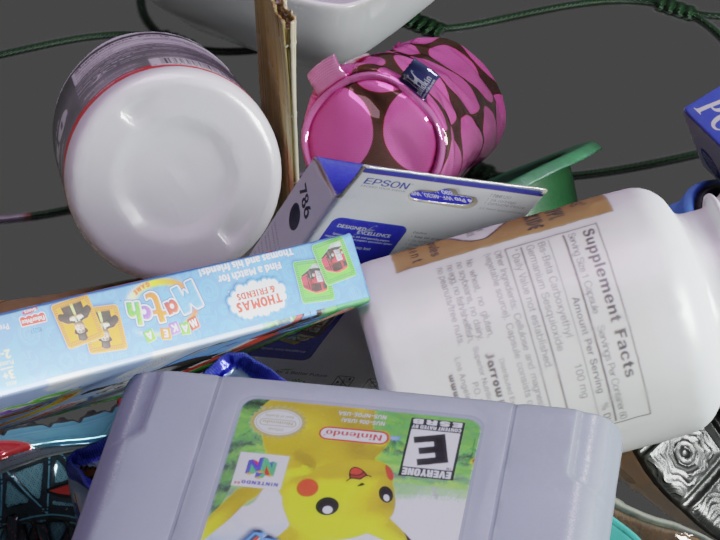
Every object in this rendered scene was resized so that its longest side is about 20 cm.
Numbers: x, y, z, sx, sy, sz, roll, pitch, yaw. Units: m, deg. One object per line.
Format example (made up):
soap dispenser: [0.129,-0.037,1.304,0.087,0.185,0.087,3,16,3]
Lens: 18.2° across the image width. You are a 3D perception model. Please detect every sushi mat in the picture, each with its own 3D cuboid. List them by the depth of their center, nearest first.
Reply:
sushi mat: [-0.043,-0.073,1.214,0.012,0.201,0.096,-7,38,-8]

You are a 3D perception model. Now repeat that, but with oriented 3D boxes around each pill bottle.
pill bottle: [0.105,0.026,1.007,0.199,0.115,0.115,-15,37,1]
pill bottle: [-0.113,-0.070,1.245,0.113,0.114,0.200,-7,14,-9]

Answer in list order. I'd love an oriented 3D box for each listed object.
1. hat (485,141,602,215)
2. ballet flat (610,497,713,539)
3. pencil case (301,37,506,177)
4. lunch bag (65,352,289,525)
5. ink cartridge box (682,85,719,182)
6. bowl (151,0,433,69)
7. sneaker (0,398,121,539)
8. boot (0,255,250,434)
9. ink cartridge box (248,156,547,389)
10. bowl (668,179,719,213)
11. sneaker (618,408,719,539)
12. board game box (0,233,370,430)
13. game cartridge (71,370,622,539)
hat: [0.093,0.039,1.213,0.165,0.177,0.200,-27,4,-35]
ballet flat: [0.113,0.132,0.982,0.068,0.200,0.064,-58,27,-7]
pencil case: [0.026,-0.087,1.269,0.094,0.091,0.200,48,15,2]
lunch bag: [-0.011,0.155,0.927,0.200,0.170,0.124,29,50,35]
ink cartridge box: [0.246,-0.041,1.085,0.094,0.044,0.200,-31,38,-2]
bowl: [-0.035,-0.206,1.505,0.199,0.075,0.200,20,40,26]
sneaker: [-0.127,0.117,1.055,0.199,0.080,0.096,-21,44,-24]
boot: [-0.135,0.053,1.156,0.199,0.066,0.175,-6,37,-10]
ink cartridge box: [0.000,0.000,1.082,0.099,0.200,0.039,8,53,-27]
bowl: [0.234,0.025,1.134,0.200,0.039,0.201,27,25,-14]
sneaker: [0.122,0.068,1.127,0.201,0.115,0.076,47,62,3]
board game box: [-0.117,0.036,0.957,0.200,0.037,0.151,-13,-7,-41]
game cartridge: [-0.008,0.101,0.835,0.199,0.041,0.134,4,48,10]
